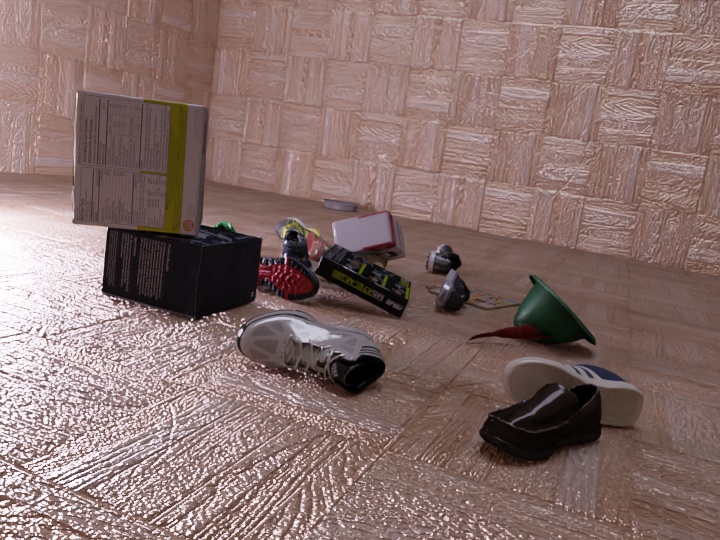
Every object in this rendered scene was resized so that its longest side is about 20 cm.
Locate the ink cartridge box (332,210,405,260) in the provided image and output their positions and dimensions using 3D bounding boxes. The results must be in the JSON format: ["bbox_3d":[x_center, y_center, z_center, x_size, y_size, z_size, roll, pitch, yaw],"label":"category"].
[{"bbox_3d":[0.027,-0.074,1.655,0.143,0.085,0.200,-12,-11,12],"label":"ink cartridge box"}]

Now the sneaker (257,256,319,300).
[{"bbox_3d":[-0.148,0.006,1.327,0.196,0.082,0.095,16,10,34],"label":"sneaker"}]

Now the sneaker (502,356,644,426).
[{"bbox_3d":[0.269,0.154,0.879,0.195,0.077,0.085,17,9,-12],"label":"sneaker"}]

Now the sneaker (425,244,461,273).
[{"bbox_3d":[0.253,-0.028,1.920,0.088,0.068,0.199,14,15,17],"label":"sneaker"}]

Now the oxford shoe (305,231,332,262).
[{"bbox_3d":[-0.112,-0.052,1.773,0.073,0.072,0.200,27,7,-20],"label":"oxford shoe"}]

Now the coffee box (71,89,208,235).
[{"bbox_3d":[-0.359,-0.180,1.109,0.192,0.206,0.200,4,9,-12],"label":"coffee box"}]

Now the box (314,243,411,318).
[{"bbox_3d":[0.011,0.016,1.357,0.190,0.048,0.200,29,11,0],"label":"box"}]

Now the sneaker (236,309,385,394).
[{"bbox_3d":[-0.057,0.104,0.856,0.195,0.078,0.115,8,8,-19],"label":"sneaker"}]

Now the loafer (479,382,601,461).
[{"bbox_3d":[0.211,0.163,0.765,0.196,0.074,0.072,0,13,-42],"label":"loafer"}]

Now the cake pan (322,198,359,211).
[{"bbox_3d":[-0.101,-0.336,3.422,0.194,0.038,0.200,8,10,-1],"label":"cake pan"}]

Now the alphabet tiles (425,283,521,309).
[{"bbox_3d":[0.261,0.059,1.592,0.197,0.008,0.165,18,14,40],"label":"alphabet tiles"}]

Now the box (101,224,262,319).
[{"bbox_3d":[-0.305,-0.010,1.156,0.192,0.128,0.199,14,11,18],"label":"box"}]

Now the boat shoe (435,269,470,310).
[{"bbox_3d":[0.209,0.047,1.456,0.065,0.071,0.200,27,9,7],"label":"boat shoe"}]

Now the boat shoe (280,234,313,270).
[{"bbox_3d":[-0.143,-0.037,1.530,0.069,0.094,0.200,8,10,1],"label":"boat shoe"}]

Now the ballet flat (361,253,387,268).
[{"bbox_3d":[0.000,0.000,1.559,0.196,0.069,0.075,1,32,-39],"label":"ballet flat"}]

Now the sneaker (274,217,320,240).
[{"bbox_3d":[-0.199,-0.111,1.953,0.083,0.077,0.197,-2,14,-43],"label":"sneaker"}]

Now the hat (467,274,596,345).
[{"bbox_3d":[0.311,0.124,1.244,0.200,0.176,0.166,45,4,-7],"label":"hat"}]

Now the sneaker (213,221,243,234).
[{"bbox_3d":[-0.318,-0.076,1.625,0.072,0.086,0.200,10,9,11],"label":"sneaker"}]
